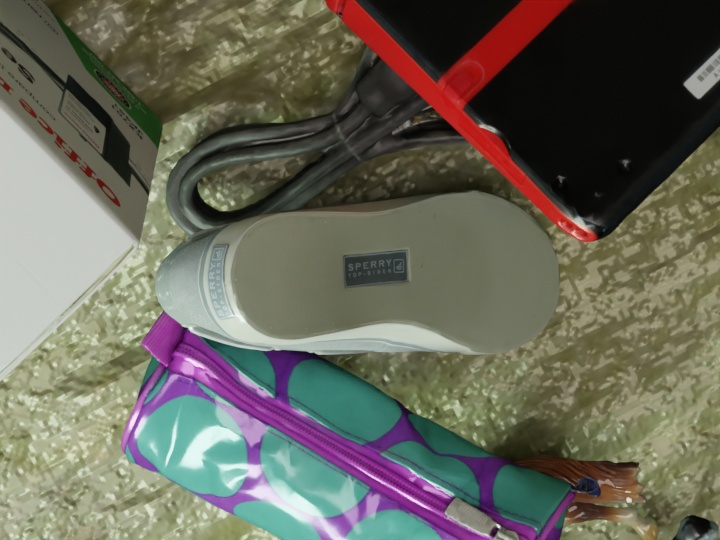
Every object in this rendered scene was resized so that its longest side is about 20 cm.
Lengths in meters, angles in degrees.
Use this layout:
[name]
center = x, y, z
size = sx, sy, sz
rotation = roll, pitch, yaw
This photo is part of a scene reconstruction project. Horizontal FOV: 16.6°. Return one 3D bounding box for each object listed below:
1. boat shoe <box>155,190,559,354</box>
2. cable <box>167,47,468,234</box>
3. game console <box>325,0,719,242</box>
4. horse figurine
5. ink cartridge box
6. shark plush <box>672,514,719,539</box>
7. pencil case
[boat shoe]
center = 0.000, 0.001, 1.051
size = 0.200, 0.071, 0.071
rotation = 1, 89, -43
[cable]
center = 0.011, -0.071, 1.067
size = 0.200, 0.050, 0.097
rotation = -40, 102, 20
[game console]
center = 0.099, -0.135, 0.999
size = 0.200, 0.031, 0.177
rotation = -44, 80, -8
[horse figurine]
center = 0.061, 0.161, 1.134
size = 0.132, 0.050, 0.201
rotation = 15, 108, -13
[ink cartridge box]
center = -0.158, -0.058, 0.981
size = 0.083, 0.200, 0.147
rotation = -42, 104, 10
[shark plush]
center = 0.116, 0.200, 1.122
size = 0.083, 0.091, 0.202
rotation = -2, 104, -41
[pencil case]
center = -0.003, 0.086, 1.062
size = 0.199, 0.093, 0.085
rotation = 27, 73, 8
